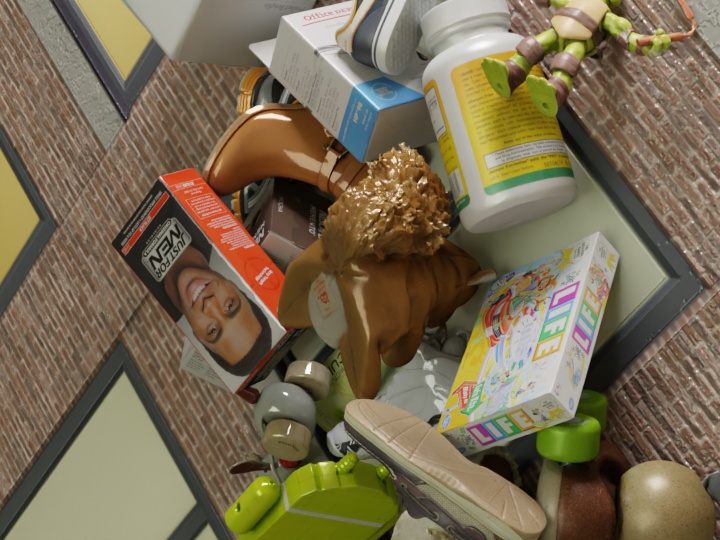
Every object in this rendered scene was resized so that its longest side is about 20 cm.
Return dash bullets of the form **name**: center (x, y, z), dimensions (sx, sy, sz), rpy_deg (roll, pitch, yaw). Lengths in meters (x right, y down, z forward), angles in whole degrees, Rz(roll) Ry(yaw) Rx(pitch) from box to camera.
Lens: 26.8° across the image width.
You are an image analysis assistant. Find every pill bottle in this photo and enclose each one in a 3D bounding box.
- **pill bottle**: center (0.120, -0.147, 1.386), dimensions (0.112, 0.112, 0.203), rpy_deg (-25, 77, 40)

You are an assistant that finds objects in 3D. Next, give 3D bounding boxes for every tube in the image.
- **tube**: center (-0.003, 0.100, 1.554), dimensions (0.201, 0.051, 0.059), rpy_deg (-53, 42, 39)

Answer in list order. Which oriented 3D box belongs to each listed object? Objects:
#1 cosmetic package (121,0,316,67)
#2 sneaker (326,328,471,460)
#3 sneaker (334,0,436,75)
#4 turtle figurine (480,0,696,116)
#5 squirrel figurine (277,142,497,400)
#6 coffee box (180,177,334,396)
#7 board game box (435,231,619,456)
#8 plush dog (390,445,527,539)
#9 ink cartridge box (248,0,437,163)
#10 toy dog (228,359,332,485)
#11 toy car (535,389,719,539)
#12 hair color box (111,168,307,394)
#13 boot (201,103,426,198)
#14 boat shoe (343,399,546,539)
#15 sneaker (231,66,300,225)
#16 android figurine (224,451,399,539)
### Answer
- **cosmetic package**: center (-0.139, -0.341, 1.573), dimensions (0.165, 0.164, 0.201), rpy_deg (50, 122, 29)
- **sneaker**: center (0.045, 0.123, 1.504), dimensions (0.198, 0.075, 0.117), rpy_deg (-12, 85, 37)
- **sneaker**: center (0.041, -0.286, 1.429), dimensions (0.079, 0.078, 0.202), rpy_deg (22, 78, 32)
- **turtle figurine**: center (0.179, -0.214, 1.328), dimensions (0.199, 0.161, 0.065), rpy_deg (36, 158, 22)
- **squirrel figurine**: center (0.042, -0.007, 1.390), dimensions (0.141, 0.185, 0.202), rpy_deg (33, 125, 42)
- **coffee box**: center (-0.105, 0.016, 1.576), dimensions (0.201, 0.079, 0.114), rpy_deg (-54, 19, 30)
- **board game box**: center (0.150, 0.065, 1.336), dimensions (0.134, 0.201, 0.034), rpy_deg (-26, 118, 40)
- **plush dog**: center (0.104, 0.264, 1.392), dimensions (0.159, 0.171, 0.203), rpy_deg (-12, 74, 37)
- **ink cartridge box**: center (-0.009, -0.202, 1.490), dimensions (0.200, 0.115, 0.067), rpy_deg (46, 137, 29)
- **toy dog**: center (-0.099, 0.169, 1.576), dimensions (0.095, 0.132, 0.202), rpy_deg (20, 125, -1)
- **toy car**: center (0.252, 0.205, 1.308), dimensions (0.197, 0.158, 0.167), rpy_deg (4, 101, 13)
- **hair color box**: center (-0.145, 0.009, 1.482), dimensions (0.200, 0.061, 0.102), rpy_deg (48, 121, 12)
- **boot**: center (-0.047, -0.105, 1.506), dimensions (0.199, 0.074, 0.155), rpy_deg (-39, 65, -12)
- **boat shoe**: center (0.061, 0.182, 1.274), dimensions (0.199, 0.072, 0.065), rpy_deg (32, 115, 18)
- **sneaker**: center (-0.090, -0.113, 1.611), dimensions (0.076, 0.078, 0.203), rpy_deg (7, 107, 18)
- **android figurine**: center (-0.042, 0.247, 1.522), dimensions (0.200, 0.180, 0.041), rpy_deg (-49, 41, 35)
